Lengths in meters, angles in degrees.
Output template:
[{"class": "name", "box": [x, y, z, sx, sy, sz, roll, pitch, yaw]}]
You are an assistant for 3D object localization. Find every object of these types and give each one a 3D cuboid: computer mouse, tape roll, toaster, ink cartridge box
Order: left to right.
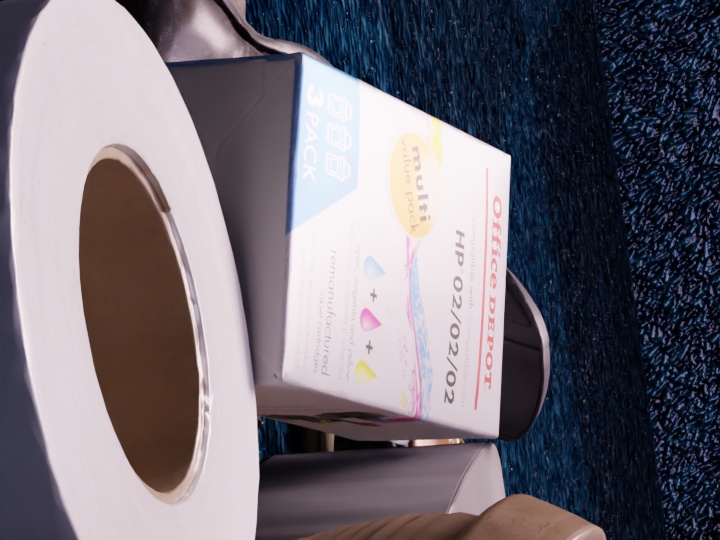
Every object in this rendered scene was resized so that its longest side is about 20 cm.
[{"class": "tape roll", "box": [-0.093, 0.021, 0.694, 0.202, 0.071, 0.203, -11, 90, -77]}, {"class": "toaster", "box": [-0.002, 0.163, 0.961, 0.181, 0.118, 0.201, -44, 126, -76]}, {"class": "ink cartridge box", "box": [0.000, 0.000, 0.883, 0.200, 0.068, 0.116, 19, 72, -58]}, {"class": "computer mouse", "box": [0.007, 0.025, 1.053, 0.200, 0.046, 0.141, 54, -41, 40]}]

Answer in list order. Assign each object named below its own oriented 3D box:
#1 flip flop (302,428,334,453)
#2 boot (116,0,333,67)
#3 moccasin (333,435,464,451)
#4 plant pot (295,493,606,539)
[{"class": "flip flop", "box": [0.010, 0.118, 1.184, 0.081, 0.057, 0.201, -49, 131, -74]}, {"class": "boot", "box": [-0.059, -0.019, 0.931, 0.200, 0.069, 0.175, 44, 40, -56]}, {"class": "moccasin", "box": [0.017, 0.162, 1.110, 0.078, 0.073, 0.202, 19, 66, -44]}, {"class": "plant pot", "box": [-0.016, 0.143, 0.646, 0.201, 0.092, 0.201, -57, 162, -30]}]
